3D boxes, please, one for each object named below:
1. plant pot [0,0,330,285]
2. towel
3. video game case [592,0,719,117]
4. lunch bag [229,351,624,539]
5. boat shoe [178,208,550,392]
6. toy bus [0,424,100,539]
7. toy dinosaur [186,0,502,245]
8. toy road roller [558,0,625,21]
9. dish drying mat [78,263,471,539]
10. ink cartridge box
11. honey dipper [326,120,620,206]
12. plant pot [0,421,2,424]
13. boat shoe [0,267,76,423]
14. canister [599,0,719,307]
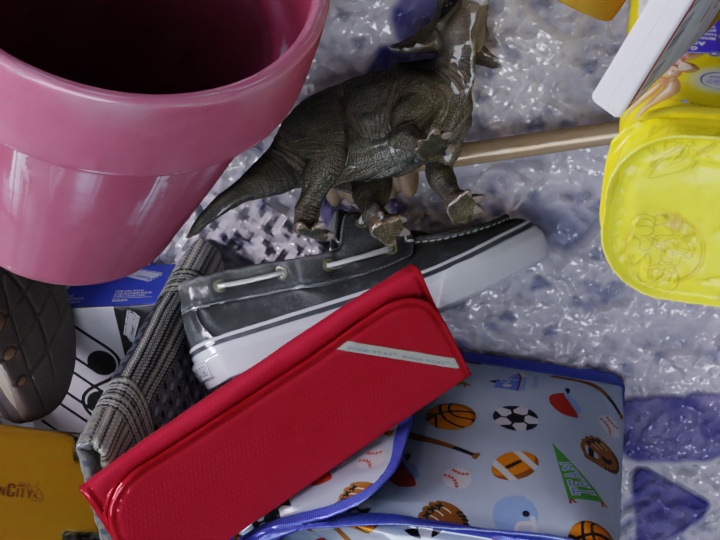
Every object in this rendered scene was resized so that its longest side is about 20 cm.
[{"bbox_3d":[-0.132,-0.095,1.069,0.200,0.200,0.179,20,138,-4],"label":"plant pot"},{"bbox_3d":[-0.085,0.115,1.184,0.034,0.193,0.200,-3,121,18],"label":"towel"},{"bbox_3d":[0.180,-0.161,0.950,0.017,0.200,0.143,38,135,10],"label":"video game case"},{"bbox_3d":[0.038,0.122,1.180,0.200,0.170,0.124,9,120,5],"label":"lunch bag"},{"bbox_3d":[0.000,0.000,1.150,0.200,0.072,0.071,-19,85,-10],"label":"boat shoe"},{"bbox_3d":[-0.189,0.112,1.149,0.200,0.065,0.078,11,176,-40],"label":"toy bus"},{"bbox_3d":[0.005,-0.066,1.104,0.200,0.102,0.077,-33,132,18],"label":"toy dinosaur"},{"bbox_3d":[0.075,-0.214,0.942,0.146,0.200,0.123,22,117,-22],"label":"toy road roller"},{"bbox_3d":[-0.040,0.079,1.094,0.200,0.018,0.077,-34,124,-11],"label":"dish drying mat"},{"bbox_3d":[-0.135,0.092,1.264,0.094,0.044,0.200,-2,122,12],"label":"ink cartridge box"},{"bbox_3d":[0.079,-0.064,1.135,0.200,0.038,0.038,-7,121,12],"label":"honey dipper"},{"bbox_3d":[-0.275,0.115,1.235,0.142,0.200,0.200,-31,115,-3],"label":"plant pot"},{"bbox_3d":[-0.220,-0.008,1.185,0.073,0.074,0.200,-25,89,39],"label":"boat shoe"},{"bbox_3d":[0.190,-0.070,1.015,0.148,0.200,0.087,6,123,5],"label":"canister"}]
